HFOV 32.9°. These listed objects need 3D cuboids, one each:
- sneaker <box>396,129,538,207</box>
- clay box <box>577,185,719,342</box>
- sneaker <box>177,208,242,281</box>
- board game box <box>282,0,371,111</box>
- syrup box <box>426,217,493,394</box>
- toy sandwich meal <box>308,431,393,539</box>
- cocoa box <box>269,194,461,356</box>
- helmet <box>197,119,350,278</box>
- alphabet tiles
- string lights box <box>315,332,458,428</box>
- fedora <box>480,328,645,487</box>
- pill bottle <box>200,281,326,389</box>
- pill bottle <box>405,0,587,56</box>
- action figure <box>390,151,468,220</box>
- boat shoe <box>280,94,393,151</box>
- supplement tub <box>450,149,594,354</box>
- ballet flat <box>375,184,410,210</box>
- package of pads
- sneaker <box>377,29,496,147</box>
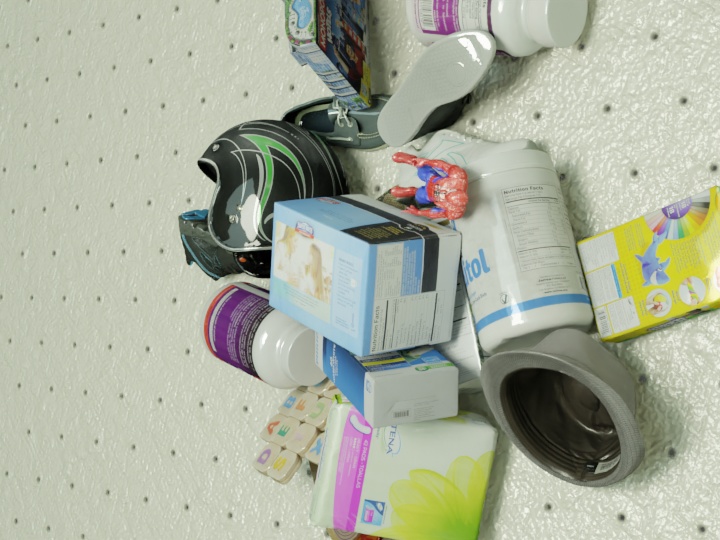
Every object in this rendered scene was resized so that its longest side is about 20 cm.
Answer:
[{"bbox_3d":[0.121,-0.136,1.459,0.199,0.070,0.081,-13,70,38],"label":"sneaker"},{"bbox_3d":[0.332,-0.008,1.275,0.199,0.047,0.116,-23,70,36],"label":"clay box"},{"bbox_3d":[-0.180,-0.023,1.720,0.199,0.073,0.083,25,123,41],"label":"sneaker"},{"bbox_3d":[-0.057,-0.328,1.516,0.061,0.200,0.202,-14,59,23],"label":"board game box"},{"bbox_3d":[0.117,0.039,1.436,0.081,0.078,0.202,-23,71,37],"label":"syrup box"},{"bbox_3d":[0.001,0.267,1.516,0.204,0.070,0.207,-6,81,40],"label":"toy sandwich meal"},{"bbox_3d":[0.000,0.000,1.396,0.199,0.130,0.135,25,117,51],"label":"cocoa box"},{"bbox_3d":[-0.113,-0.100,1.577,0.199,0.199,0.192,-13,70,39],"label":"helmet"},{"bbox_3d":[-0.058,0.176,1.532,0.201,0.015,0.195,-54,23,-13],"label":"alphabet tiles"},{"bbox_3d":[0.025,0.110,1.400,0.200,0.102,0.059,-141,48,-63],"label":"string lights box"},{"bbox_3d":[0.226,0.132,1.288,0.176,0.090,0.201,-9,122,46],"label":"fedora"},{"bbox_3d":[-0.118,0.087,1.594,0.199,0.112,0.113,19,98,51],"label":"pill bottle"},{"bbox_3d":[0.159,-0.308,1.418,0.199,0.112,0.113,15,95,40],"label":"pill bottle"},{"bbox_3d":[0.077,-0.093,1.359,0.200,0.051,0.066,-150,64,-68],"label":"action figure"},{"bbox_3d":[-0.022,-0.195,1.594,0.199,0.062,0.074,1,86,41],"label":"boat shoe"},{"bbox_3d":[0.176,-0.018,1.358,0.131,0.131,0.202,-26,69,36],"label":"supplement tub"},{"bbox_3d":[0.002,-0.021,1.545,0.068,0.075,0.201,41,111,37],"label":"ballet flat"},{"bbox_3d":[0.051,0.229,1.411,0.068,0.198,0.156,-133,54,-83],"label":"package of pads"},{"bbox_3d":[0.107,-0.226,1.449,0.071,0.099,0.200,54,134,7],"label":"sneaker"}]
